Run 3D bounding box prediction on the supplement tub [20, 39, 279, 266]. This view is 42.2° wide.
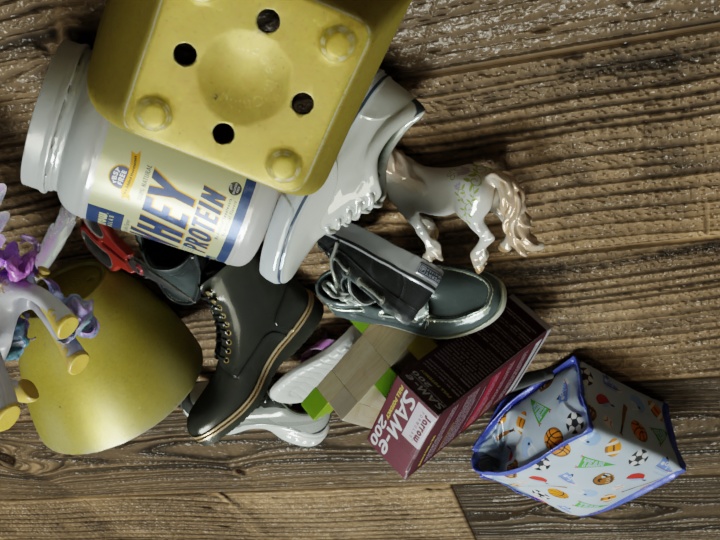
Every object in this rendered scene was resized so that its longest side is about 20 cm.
[{"bbox_3d":[-0.167,-0.100,0.784,0.197,0.147,0.145,18,141,-13],"label":"supplement tub"}]

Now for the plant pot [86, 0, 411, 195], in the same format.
[{"bbox_3d":[-0.070,-0.161,0.600,0.193,0.201,0.196,20,119,-15],"label":"plant pot"}]

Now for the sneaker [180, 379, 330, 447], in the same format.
[{"bbox_3d":[-0.130,0.166,1.184,0.197,0.075,0.080,9,133,-12],"label":"sneaker"}]

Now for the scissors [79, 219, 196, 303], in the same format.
[{"bbox_3d":[-0.223,-0.002,0.932,0.199,0.014,0.074,37,139,27],"label":"scissors"}]

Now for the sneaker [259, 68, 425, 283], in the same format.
[{"bbox_3d":[-0.016,-0.068,0.779,0.070,0.073,0.202,32,103,9],"label":"sneaker"}]

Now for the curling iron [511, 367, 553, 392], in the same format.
[{"bbox_3d":[0.127,0.152,1.061,0.197,0.050,0.026,-22,174,-4],"label":"curling iron"}]

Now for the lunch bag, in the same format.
[{"bbox_3d":[0.254,0.214,1.130,0.168,0.125,0.200,25,131,-23],"label":"lunch bag"}]

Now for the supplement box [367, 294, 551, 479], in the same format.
[{"bbox_3d":[0.103,0.115,0.960,0.061,0.199,0.110,41,135,21],"label":"supplement box"}]

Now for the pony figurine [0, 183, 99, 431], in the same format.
[{"bbox_3d":[-0.332,0.019,0.877,0.194,0.199,0.166,-54,154,6],"label":"pony figurine"}]

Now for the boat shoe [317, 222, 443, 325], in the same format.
[{"bbox_3d":[0.002,0.001,0.863,0.073,0.069,0.199,30,179,-37],"label":"boat shoe"}]

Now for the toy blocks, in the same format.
[{"bbox_3d":[0.047,0.100,1.013,0.200,0.100,0.136,-49,148,7],"label":"toy blocks"}]

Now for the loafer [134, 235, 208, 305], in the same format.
[{"bbox_3d":[-0.196,-0.024,0.945,0.067,0.071,0.202,4,142,3],"label":"loafer"}]

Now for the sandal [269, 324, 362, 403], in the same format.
[{"bbox_3d":[-0.025,0.094,1.089,0.202,0.050,0.082,-35,142,25],"label":"sandal"}]

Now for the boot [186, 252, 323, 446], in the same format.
[{"bbox_3d":[-0.148,0.069,0.987,0.138,0.201,0.077,45,164,-34],"label":"boot"}]

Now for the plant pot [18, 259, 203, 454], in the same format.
[{"bbox_3d":[-0.289,0.076,1.009,0.197,0.201,0.143,-9,123,20],"label":"plant pot"}]

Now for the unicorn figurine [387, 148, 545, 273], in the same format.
[{"bbox_3d":[0.062,-0.063,0.853,0.197,0.074,0.138,-7,131,23],"label":"unicorn figurine"}]

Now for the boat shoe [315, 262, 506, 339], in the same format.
[{"bbox_3d":[0.044,0.024,0.919,0.197,0.074,0.062,2,168,31],"label":"boat shoe"}]
